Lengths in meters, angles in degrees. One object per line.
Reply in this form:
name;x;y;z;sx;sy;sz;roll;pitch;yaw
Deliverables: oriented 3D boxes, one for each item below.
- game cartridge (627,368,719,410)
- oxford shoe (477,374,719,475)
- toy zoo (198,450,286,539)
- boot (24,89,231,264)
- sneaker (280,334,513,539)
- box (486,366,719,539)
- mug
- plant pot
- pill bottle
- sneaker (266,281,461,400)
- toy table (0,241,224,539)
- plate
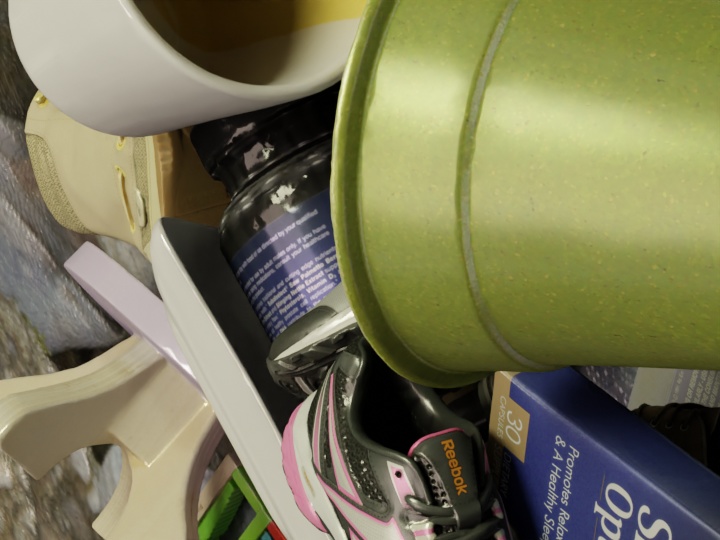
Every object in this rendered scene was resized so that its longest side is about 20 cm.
game cartridge;0.174;0.074;1.086;0.130;0.038;0.200;43;137;36
oxford shoe;0.132;0.084;1.075;0.200;0.073;0.084;38;114;35
toy zoo;-0.038;0.215;1.439;0.200;0.020;0.131;54;142;17
boot;-0.123;-0.101;1.343;0.155;0.073;0.200;22;120;51
sneaker;0.029;0.110;1.027;0.200;0.080;0.086;54;144;29
box;0.122;0.130;1.000;0.200;0.032;0.121;36;134;40
mug;-0.071;-0.130;1.139;0.153;0.186;0.150;-23;73;55
plant pot;0.122;-0.036;0.900;0.190;0.200;0.200;13;118;33
pill bottle;0.000;0.000;1.202;0.200;0.112;0.112;61;143;9
sneaker;0.044;-0.006;1.113;0.074;0.200;0.079;48;-169;-50
toy table;-0.125;0.085;1.360;0.200;0.117;0.184;35;169;46
plate;-0.035;0.070;1.236;0.032;0.200;0.200;-31;81;12
